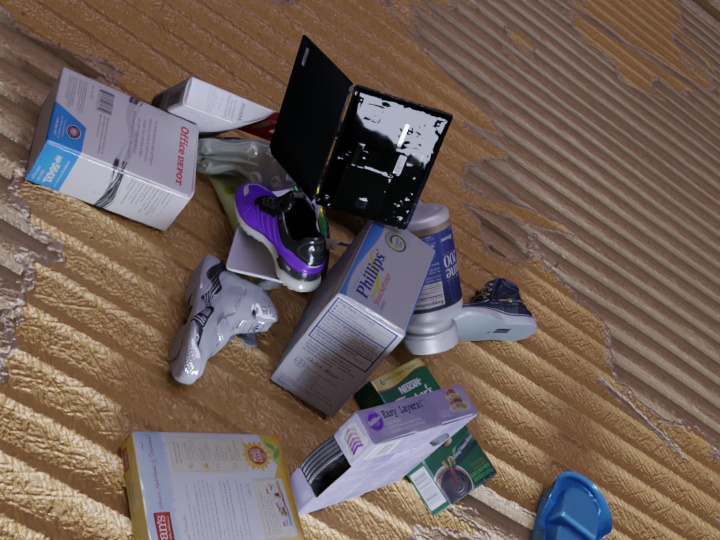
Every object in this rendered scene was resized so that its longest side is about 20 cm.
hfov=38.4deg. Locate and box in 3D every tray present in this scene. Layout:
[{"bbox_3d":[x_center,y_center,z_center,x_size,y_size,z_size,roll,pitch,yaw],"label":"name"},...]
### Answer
[{"bbox_3d":[-0.117,-0.047,1.412,0.107,0.022,0.201,14,39,-5],"label":"tray"}]

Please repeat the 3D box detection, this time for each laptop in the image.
[{"bbox_3d":[-0.006,-0.174,1.320,0.199,0.178,0.104,16,35,-9],"label":"laptop"}]

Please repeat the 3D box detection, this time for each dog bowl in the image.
[{"bbox_3d":[0.296,0.381,1.473,0.111,0.050,0.200,38,39,-9],"label":"dog bowl"}]

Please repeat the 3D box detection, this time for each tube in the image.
[{"bbox_3d":[-0.156,-0.065,1.468,0.058,0.052,0.201,46,17,-56],"label":"tube"}]

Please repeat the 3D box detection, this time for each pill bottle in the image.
[{"bbox_3d":[0.087,0.013,1.480,0.111,0.110,0.201,-29,114,-50],"label":"pill bottle"}]

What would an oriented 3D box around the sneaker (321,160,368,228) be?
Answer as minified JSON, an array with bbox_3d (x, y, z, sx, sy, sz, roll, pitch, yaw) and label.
[{"bbox_3d":[0.006,-0.110,1.620,0.200,0.078,0.082,42,-2,-29],"label":"sneaker"}]

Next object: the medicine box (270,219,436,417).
[{"bbox_3d":[-0.009,0.058,1.363,0.103,0.200,0.183,33,40,-7],"label":"medicine box"}]

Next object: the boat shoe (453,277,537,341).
[{"bbox_3d":[0.197,0.059,1.657,0.200,0.071,0.091,10,49,-45],"label":"boat shoe"}]

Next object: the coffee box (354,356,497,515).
[{"bbox_3d":[0.091,0.225,1.431,0.123,0.044,0.201,-18,70,-48],"label":"coffee box"}]

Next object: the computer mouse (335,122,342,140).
[{"bbox_3d":[-0.039,-0.225,1.668,0.058,0.034,0.200,17,26,-36],"label":"computer mouse"}]

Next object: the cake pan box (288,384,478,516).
[{"bbox_3d":[0.020,0.221,1.264,0.199,0.184,0.052,-9,58,-44],"label":"cake pan box"}]

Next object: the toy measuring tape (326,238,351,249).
[{"bbox_3d":[0.000,0.000,1.509,0.200,0.073,0.074,13,46,-59],"label":"toy measuring tape"}]

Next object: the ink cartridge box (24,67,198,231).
[{"bbox_3d":[-0.324,-0.158,1.368,0.199,0.084,0.147,23,43,-26],"label":"ink cartridge box"}]

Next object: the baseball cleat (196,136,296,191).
[{"bbox_3d":[-0.149,-0.162,1.471,0.199,0.070,0.106,17,23,29],"label":"baseball cleat"}]

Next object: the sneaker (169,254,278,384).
[{"bbox_3d":[-0.169,0.073,1.309,0.114,0.075,0.201,25,40,-19],"label":"sneaker"}]

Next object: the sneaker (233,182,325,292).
[{"bbox_3d":[-0.098,-0.071,1.348,0.069,0.100,0.200,-12,46,-32],"label":"sneaker"}]

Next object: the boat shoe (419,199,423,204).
[{"bbox_3d":[0.086,-0.020,1.588,0.074,0.060,0.201,-16,86,-50],"label":"boat shoe"}]

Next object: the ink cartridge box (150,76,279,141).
[{"bbox_3d":[-0.186,-0.209,1.478,0.199,0.162,0.057,23,78,-27],"label":"ink cartridge box"}]

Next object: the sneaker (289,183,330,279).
[{"bbox_3d":[-0.091,-0.062,1.515,0.085,0.078,0.201,-8,63,-7],"label":"sneaker"}]

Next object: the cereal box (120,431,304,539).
[{"bbox_3d":[-0.168,0.257,1.180,0.199,0.040,0.145,9,51,-36],"label":"cereal box"}]
